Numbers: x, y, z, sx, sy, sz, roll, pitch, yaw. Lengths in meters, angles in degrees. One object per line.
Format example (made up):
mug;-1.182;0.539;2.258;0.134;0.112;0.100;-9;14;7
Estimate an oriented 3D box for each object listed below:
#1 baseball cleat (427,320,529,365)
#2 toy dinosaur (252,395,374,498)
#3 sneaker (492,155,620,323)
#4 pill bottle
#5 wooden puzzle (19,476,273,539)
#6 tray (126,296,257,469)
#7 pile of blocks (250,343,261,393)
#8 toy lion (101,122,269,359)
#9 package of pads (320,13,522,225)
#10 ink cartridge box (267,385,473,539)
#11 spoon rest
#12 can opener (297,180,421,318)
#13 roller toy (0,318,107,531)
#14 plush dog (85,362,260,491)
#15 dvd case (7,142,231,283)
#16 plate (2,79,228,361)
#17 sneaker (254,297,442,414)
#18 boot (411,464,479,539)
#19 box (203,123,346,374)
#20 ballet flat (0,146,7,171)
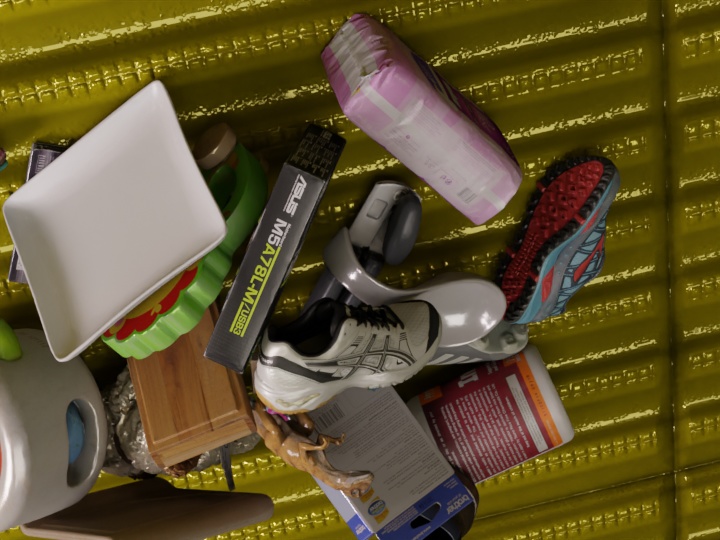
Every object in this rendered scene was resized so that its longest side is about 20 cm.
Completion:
baseball cleat;0.073;0.072;1.754;0.198;0.070;0.107;6;148;-25
toy dinosaur;-0.077;0.152;1.579;0.060;0.199;0.107;-31;137;-37
sneaker;0.212;-0.033;1.714;0.095;0.080;0.201;6;127;-39
pill bottle;0.118;0.168;1.790;0.198;0.113;0.114;-25;126;4
wooden puzzle;-0.211;0.247;1.653;0.184;0.199;0.038;-10;98;-40
tray;-0.170;0.079;1.586;0.098;0.201;0.037;-21;143;2
pile of blocks;-0.061;0.131;1.752;0.081;0.062;0.201;-25;130;10
toy lion;-0.161;-0.017;1.529;0.200;0.192;0.069;-42;121;11
package of pads;0.057;-0.141;1.562;0.076;0.121;0.199;-42;122;16
ink cartridge box;0.008;0.178;1.648;0.119;0.201;0.042;-31;168;-34
spoon rest;0.055;0.024;1.636;0.199;0.061;0.099;23;127;-27
can opener;0.000;0.000;1.676;0.053;0.067;0.201;19;117;-23
roller toy;-0.341;0.154;1.620;0.200;0.183;0.139;-44;163;34
plush dog;-0.218;0.159;1.701;0.170;0.161;0.201;-14;129;30
dvd case;-0.230;-0.043;1.625;0.198;0.016;0.150;8;120;-17
plate;-0.218;-0.042;1.509;0.199;0.201;0.032;-36;145;12
sneaker;-0.005;0.061;1.537;0.199;0.076;0.088;-23;133;-29
boot;0.030;0.212;1.699;0.199;0.097;0.075;29;115;-3
box;-0.076;-0.025;1.543;0.047;0.200;0.195;26;105;-2
ballet flat;-0.419;-0.073;1.536;0.199;0.069;0.071;-32;105;10
